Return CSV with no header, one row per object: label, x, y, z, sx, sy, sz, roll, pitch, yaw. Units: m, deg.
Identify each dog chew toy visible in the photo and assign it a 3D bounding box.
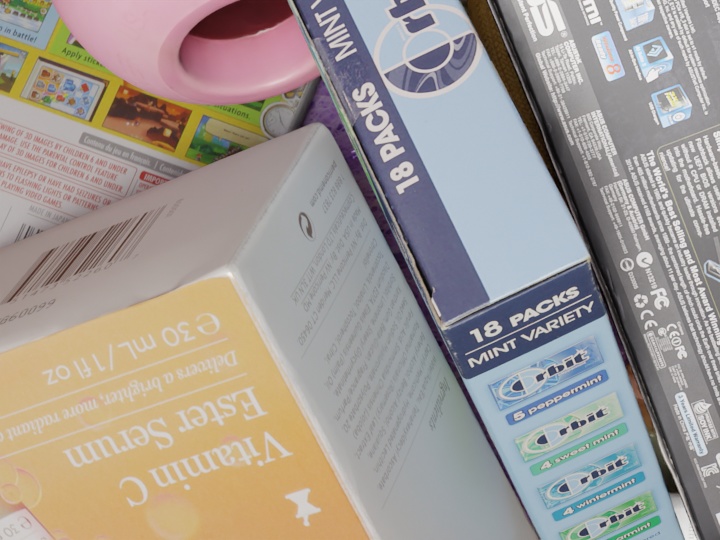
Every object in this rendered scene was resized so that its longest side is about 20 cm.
dog chew toy,-0.058,-0.157,0.726,0.124,0.125,0.201,-22,63,12

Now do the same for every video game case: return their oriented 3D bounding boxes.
video game case,-0.118,-0.076,0.770,0.199,0.023,0.183,20,73,8

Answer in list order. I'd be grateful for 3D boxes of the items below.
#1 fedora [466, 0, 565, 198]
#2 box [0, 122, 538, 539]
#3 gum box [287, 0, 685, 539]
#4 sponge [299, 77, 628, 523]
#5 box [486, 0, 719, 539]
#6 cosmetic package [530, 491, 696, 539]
fedora,0.129,-0.092,0.657,0.199,0.082,0.202,1,104,2
box,-0.043,0.082,0.679,0.152,0.106,0.201,-20,109,23
gum box,0.033,-0.014,0.633,0.044,0.200,0.171,-25,58,3
sponge,0.000,0.000,0.768,0.199,0.030,0.112,33,74,12
box,0.135,-0.040,0.601,0.160,0.049,0.201,-21,102,10
cosmetic package,0.113,0.131,0.776,0.199,0.071,0.102,3,84,8
